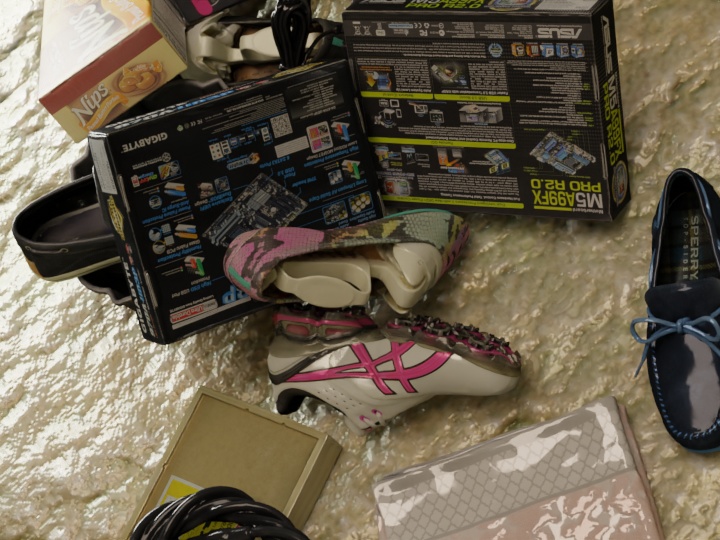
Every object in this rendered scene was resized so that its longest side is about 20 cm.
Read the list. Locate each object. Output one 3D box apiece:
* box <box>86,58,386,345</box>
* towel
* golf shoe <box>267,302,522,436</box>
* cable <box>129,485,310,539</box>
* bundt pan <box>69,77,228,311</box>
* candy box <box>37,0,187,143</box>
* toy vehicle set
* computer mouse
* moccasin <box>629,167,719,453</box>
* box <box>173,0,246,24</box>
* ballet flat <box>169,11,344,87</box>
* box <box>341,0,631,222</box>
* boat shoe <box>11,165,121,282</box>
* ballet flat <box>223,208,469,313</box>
[{"bbox_3d":[-0.083,-0.053,1.343,0.199,0.160,0.046,-21,15,-23],"label":"box"},{"bbox_3d":[0.109,0.199,1.243,0.199,0.032,0.192,-21,58,16],"label":"towel"},{"bbox_3d":[0.025,0.076,1.332,0.199,0.072,0.093,7,95,29],"label":"golf shoe"},{"bbox_3d":[-0.091,0.244,1.279,0.199,0.051,0.163,27,74,35],"label":"cable"},{"bbox_3d":[-0.136,-0.049,1.460,0.201,0.076,0.203,-11,61,21],"label":"bundt pan"},{"bbox_3d":[-0.208,-0.199,1.536,0.115,0.055,0.200,-33,31,13],"label":"candy box"},{"bbox_3d":[-0.111,0.194,1.353,0.124,0.027,0.201,19,74,31],"label":"toy vehicle set"},{"bbox_3d":[0.023,-0.164,1.429,0.199,0.141,0.046,-15,41,-26],"label":"computer mouse"},{"bbox_3d":[0.219,0.024,1.257,0.080,0.068,0.201,-13,60,19],"label":"moccasin"},{"bbox_3d":[-0.124,-0.326,1.544,0.106,0.122,0.201,-18,42,16],"label":"box"},{"bbox_3d":[-0.096,-0.183,1.511,0.199,0.068,0.068,-5,80,24],"label":"ballet flat"},{"bbox_3d":[0.092,-0.121,1.343,0.199,0.161,0.044,4,29,28],"label":"box"},{"bbox_3d":[-0.176,-0.051,1.398,0.199,0.062,0.075,-21,56,13],"label":"boat shoe"},{"bbox_3d":[0.000,0.000,1.323,0.199,0.069,0.071,-4,37,-27],"label":"ballet flat"}]
